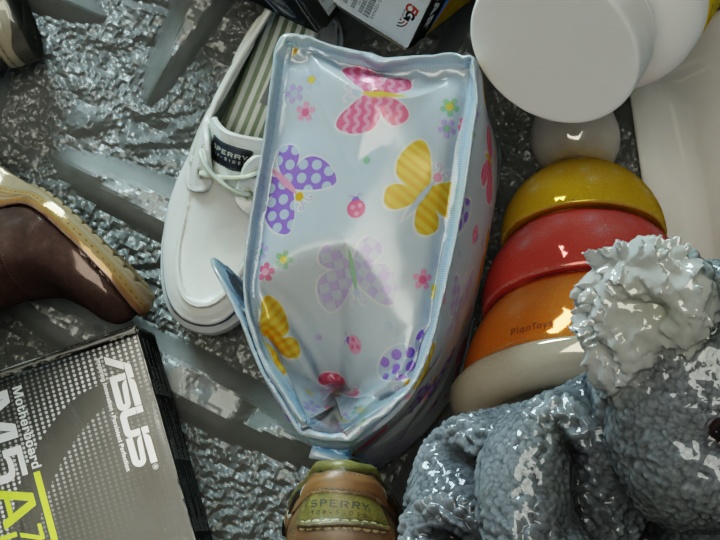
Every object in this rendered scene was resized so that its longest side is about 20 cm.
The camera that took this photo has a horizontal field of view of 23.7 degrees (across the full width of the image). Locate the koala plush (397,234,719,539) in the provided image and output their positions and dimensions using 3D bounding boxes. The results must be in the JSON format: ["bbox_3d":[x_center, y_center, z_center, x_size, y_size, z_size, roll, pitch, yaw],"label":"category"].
[{"bbox_3d":[0.124,0.075,0.727,0.200,0.177,0.184,-61,34,25],"label":"koala plush"}]

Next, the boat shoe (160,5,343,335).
[{"bbox_3d":[-0.068,-0.064,0.948,0.073,0.067,0.200,15,83,11],"label":"boat shoe"}]

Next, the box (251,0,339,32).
[{"bbox_3d":[-0.029,-0.246,0.946,0.160,0.044,0.200,29,79,32],"label":"box"}]

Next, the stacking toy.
[{"bbox_3d":[0.120,-0.009,0.895,0.146,0.146,0.200,-2,64,9],"label":"stacking toy"}]

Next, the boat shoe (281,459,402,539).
[{"bbox_3d":[-0.004,0.135,0.842,0.072,0.200,0.068,2,76,-5],"label":"boat shoe"}]

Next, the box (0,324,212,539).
[{"bbox_3d":[-0.180,0.154,0.941,0.193,0.048,0.200,-18,79,8],"label":"box"}]

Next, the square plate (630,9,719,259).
[{"bbox_3d":[0.207,-0.039,0.852,0.028,0.200,0.198,-3,79,-23],"label":"square plate"}]

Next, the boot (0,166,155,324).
[{"bbox_3d":[-0.228,0.022,0.952,0.200,0.072,0.166,32,80,24],"label":"boot"}]

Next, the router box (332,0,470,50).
[{"bbox_3d":[0.072,-0.224,0.864,0.051,0.149,0.200,34,126,8],"label":"router box"}]

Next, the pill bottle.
[{"bbox_3d":[0.133,-0.163,0.859,0.112,0.113,0.200,25,47,12],"label":"pill bottle"}]

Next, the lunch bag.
[{"bbox_3d":[0.000,0.000,0.874,0.127,0.170,0.200,6,82,10],"label":"lunch bag"}]

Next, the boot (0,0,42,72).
[{"bbox_3d":[-0.290,-0.177,1.002,0.150,0.073,0.200,-29,83,3],"label":"boot"}]
